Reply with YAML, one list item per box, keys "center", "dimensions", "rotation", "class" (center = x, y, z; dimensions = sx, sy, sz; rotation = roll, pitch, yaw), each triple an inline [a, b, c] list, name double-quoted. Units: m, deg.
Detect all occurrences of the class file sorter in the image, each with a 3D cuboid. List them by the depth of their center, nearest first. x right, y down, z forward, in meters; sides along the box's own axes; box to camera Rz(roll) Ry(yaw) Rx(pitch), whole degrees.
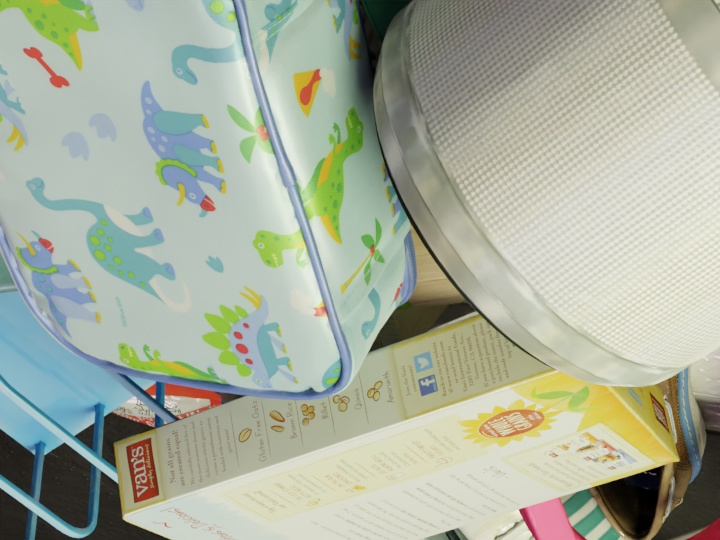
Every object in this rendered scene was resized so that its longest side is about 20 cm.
- center: [-0.143, 0.046, 0.899]
  dimensions: [0.200, 0.123, 0.139]
  rotation: [-33, 125, 20]
  class: "file sorter"

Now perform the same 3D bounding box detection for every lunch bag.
- center: [-0.073, -0.053, 0.631]
  dimensions: [0.160, 0.083, 0.200]
  rotation: [5, 129, 29]
  class: "lunch bag"

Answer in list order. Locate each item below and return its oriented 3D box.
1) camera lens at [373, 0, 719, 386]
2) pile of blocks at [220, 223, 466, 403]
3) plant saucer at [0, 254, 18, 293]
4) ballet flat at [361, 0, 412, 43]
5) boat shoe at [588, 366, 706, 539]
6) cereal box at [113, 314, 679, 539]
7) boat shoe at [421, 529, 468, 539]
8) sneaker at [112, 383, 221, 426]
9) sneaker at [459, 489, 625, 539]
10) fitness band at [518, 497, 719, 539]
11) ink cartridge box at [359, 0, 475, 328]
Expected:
- center: [0.116, -0.068, 0.579]
  dimensions: [0.160, 0.160, 0.200]
  rotation: [38, 125, -23]
  class: "camera lens"
- center: [0.000, 0.000, 0.731]
  dimensions: [0.082, 0.062, 0.200]
  rotation: [45, 136, -4]
  class: "pile of blocks"
- center: [-0.124, -0.017, 0.767]
  dimensions: [0.199, 0.019, 0.070]
  rotation: [-7, 143, 18]
  class: "plant saucer"
- center: [0.061, -0.079, 0.719]
  dimensions: [0.069, 0.070, 0.200]
  rotation: [-10, 122, 40]
  class: "ballet flat"
- center: [0.130, 0.067, 0.881]
  dimensions: [0.072, 0.073, 0.200]
  rotation: [-1, 141, 30]
  class: "boat shoe"
- center: [0.018, 0.075, 0.729]
  dimensions: [0.199, 0.040, 0.144]
  rotation: [-19, 154, 17]
  class: "cereal box"
- center: [0.003, 0.145, 0.949]
  dimensions: [0.091, 0.071, 0.200]
  rotation: [-16, 139, 14]
  class: "boat shoe"
- center: [-0.116, 0.078, 1.050]
  dimensions: [0.201, 0.067, 0.108]
  rotation: [4, 141, 22]
  class: "sneaker"
- center: [0.106, 0.150, 0.940]
  dimensions: [0.070, 0.094, 0.200]
  rotation: [-29, 142, 20]
  class: "sneaker"
- center: [0.134, 0.069, 0.822]
  dimensions: [0.143, 0.037, 0.200]
  rotation: [-23, 116, -3]
  class: "fitness band"
- center: [-0.028, -0.059, 0.785]
  dimensions: [0.200, 0.083, 0.146]
  rotation: [39, 143, -22]
  class: "ink cartridge box"
